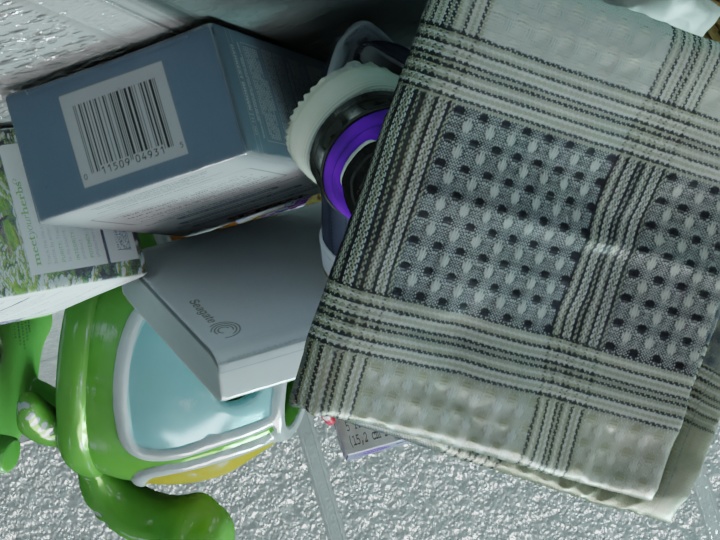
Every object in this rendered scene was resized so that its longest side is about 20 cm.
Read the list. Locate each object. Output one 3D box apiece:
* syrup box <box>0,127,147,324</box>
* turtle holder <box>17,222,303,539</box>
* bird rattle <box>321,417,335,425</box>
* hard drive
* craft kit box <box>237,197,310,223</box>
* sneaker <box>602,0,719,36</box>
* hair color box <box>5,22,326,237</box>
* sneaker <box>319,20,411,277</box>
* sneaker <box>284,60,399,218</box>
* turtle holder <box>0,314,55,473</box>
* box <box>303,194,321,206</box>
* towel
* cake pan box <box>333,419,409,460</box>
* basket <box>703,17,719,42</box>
[{"bbox_3d":[-0.200,-0.013,1.066,0.081,0.079,0.200,-20,174,42],"label":"syrup box"},{"bbox_3d":[-0.098,0.058,1.233,0.131,0.186,0.141,9,169,10],"label":"turtle holder"},{"bbox_3d":[-0.098,0.024,1.499,0.199,0.163,0.113,-16,139,-26],"label":"bird rattle"},{"bbox_3d":[0.000,0.000,1.132,0.199,0.027,0.132,-16,-152,-20],"label":"hard drive"},{"bbox_3d":[-0.065,-0.043,1.397,0.197,0.049,0.200,-8,171,-42],"label":"craft kit box"},{"bbox_3d":[0.125,-0.103,1.014,0.084,0.073,0.200,-21,162,-6],"label":"sneaker"},{"bbox_3d":[-0.072,-0.059,1.078,0.099,0.061,0.200,-17,174,14],"label":"hair color box"},{"bbox_3d":[0.048,-0.086,1.093,0.070,0.109,0.200,23,-128,28],"label":"sneaker"},{"bbox_3d":[0.058,-0.015,1.003,0.200,0.100,0.070,18,113,-48],"label":"sneaker"},{"bbox_3d":[-0.235,0.031,1.276,0.131,0.141,0.186,-2,-142,13],"label":"turtle holder"},{"bbox_3d":[0.004,-0.038,1.291,0.039,0.042,0.200,-11,152,-43],"label":"box"},{"bbox_3d":[0.087,-0.008,0.936,0.200,0.193,0.035,18,-176,-30],"label":"towel"},{"bbox_3d":[0.051,0.016,1.604,0.199,0.185,0.052,-15,171,-3],"label":"cake pan box"},{"bbox_3d":[0.226,-0.100,1.117,0.200,0.143,0.149,-12,173,-38],"label":"basket"}]
